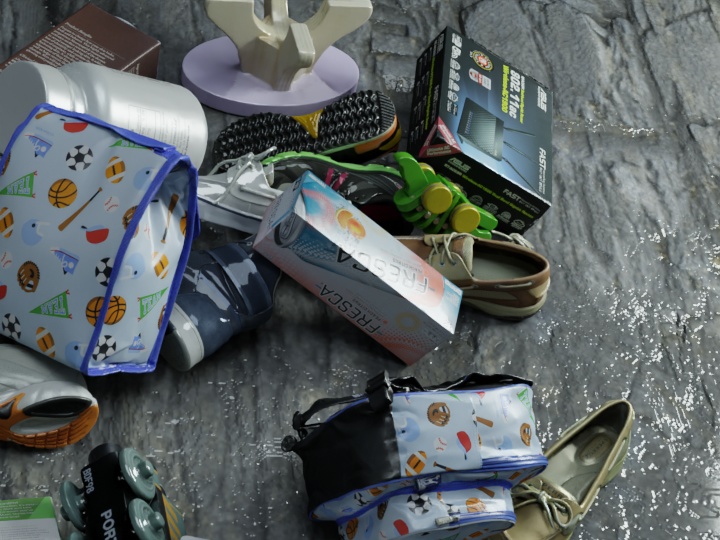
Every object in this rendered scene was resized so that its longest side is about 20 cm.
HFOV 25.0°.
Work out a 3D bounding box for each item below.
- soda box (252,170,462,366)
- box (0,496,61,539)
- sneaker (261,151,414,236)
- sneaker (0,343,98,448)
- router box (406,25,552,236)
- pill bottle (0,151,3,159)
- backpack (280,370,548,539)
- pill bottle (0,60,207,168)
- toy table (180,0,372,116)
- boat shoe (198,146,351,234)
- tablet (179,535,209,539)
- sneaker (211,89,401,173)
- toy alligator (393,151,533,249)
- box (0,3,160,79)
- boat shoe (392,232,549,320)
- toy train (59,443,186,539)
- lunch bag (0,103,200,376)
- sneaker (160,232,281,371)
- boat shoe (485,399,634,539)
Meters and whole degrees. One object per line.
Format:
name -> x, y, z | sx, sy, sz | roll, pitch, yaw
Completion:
soda box -> 0.000, 0.000, 1.513 | 0.199, 0.068, 0.064 | 37, 40, -18
box -> -0.294, 0.230, 1.223 | 0.143, 0.037, 0.200 | -2, 18, -16
sneaker -> -0.034, -0.067, 1.625 | 0.198, 0.077, 0.084 | 0, 42, -13
sneaker -> -0.330, 0.105, 1.386 | 0.198, 0.076, 0.092 | 2, 37, -23
router box -> 0.129, -0.149, 1.725 | 0.149, 0.062, 0.201 | 29, 41, -20
pill bottle -> -0.405, -0.038, 1.471 | 0.112, 0.113, 0.200 | 37, 47, 22
backpack -> 0.059, 0.158, 1.349 | 0.189, 0.200, 0.155 | -12, 82, -27
pill bottle -> -0.253, -0.138, 1.557 | 0.199, 0.115, 0.115 | 8, 35, -51
toy table -> -0.089, -0.249, 1.765 | 0.198, 0.118, 0.184 | -11, 49, -25
boat shoe -> -0.102, -0.081, 1.558 | 0.200, 0.087, 0.075 | 18, 7, -4
tablet -> -0.047, 0.272, 1.264 | 0.199, 0.014, 0.131 | 18, 36, -38
sneaker -> -0.052, -0.124, 1.689 | 0.198, 0.090, 0.070 | -13, 63, 8
toy alligator -> 0.093, -0.051, 1.631 | 0.199, 0.054, 0.059 | 33, 13, -34
box -> -0.306, -0.189, 1.679 | 0.100, 0.075, 0.200 | 30, 48, 16
boat shoe -> 0.092, -0.008, 1.594 | 0.198, 0.074, 0.076 | 7, 55, -7
toy train -> -0.173, 0.229, 1.269 | 0.085, 0.114, 0.201 | -29, 44, 6
lunch bag -> -0.239, -0.030, 1.418 | 0.169, 0.202, 0.124 | 20, 9, 26
sneaker -> -0.164, -0.011, 1.526 | 0.146, 0.077, 0.202 | -30, 65, -28
boat shoe -> 0.179, 0.186, 1.435 | 0.073, 0.063, 0.200 | 37, 48, 22
